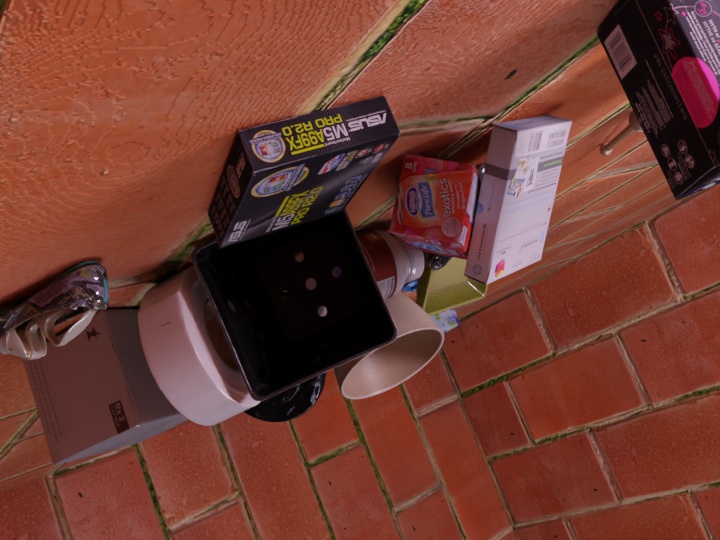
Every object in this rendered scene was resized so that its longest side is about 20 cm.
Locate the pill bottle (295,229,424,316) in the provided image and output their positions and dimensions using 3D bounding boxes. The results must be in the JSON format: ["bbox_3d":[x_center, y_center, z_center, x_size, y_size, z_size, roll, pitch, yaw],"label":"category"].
[{"bbox_3d":[0.000,0.000,1.258,0.197,0.114,0.112,-18,169,-29],"label":"pill bottle"}]

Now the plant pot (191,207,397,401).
[{"bbox_3d":[-0.076,0.023,1.034,0.197,0.203,0.177,-24,-177,4],"label":"plant pot"}]

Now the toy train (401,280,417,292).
[{"bbox_3d":[0.059,-0.006,1.454,0.197,0.088,0.114,-14,157,-35],"label":"toy train"}]

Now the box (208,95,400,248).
[{"bbox_3d":[-0.065,-0.097,0.816,0.158,0.045,0.200,-19,169,-25],"label":"box"}]

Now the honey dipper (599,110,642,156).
[{"bbox_3d":[0.440,-0.227,1.308,0.037,0.039,0.200,-22,171,-7],"label":"honey dipper"}]

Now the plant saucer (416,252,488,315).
[{"bbox_3d":[0.174,-0.032,1.424,0.198,0.048,0.203,-13,122,-46],"label":"plant saucer"}]

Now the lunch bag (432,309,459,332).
[{"bbox_3d":[0.191,0.166,2.513,0.168,0.130,0.199,-21,-177,-25],"label":"lunch bag"}]

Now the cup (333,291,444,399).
[{"bbox_3d":[0.023,0.104,1.353,0.198,0.144,0.201,-25,152,-14],"label":"cup"}]

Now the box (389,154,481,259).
[{"bbox_3d":[0.108,-0.078,1.051,0.094,0.102,0.200,12,178,14],"label":"box"}]

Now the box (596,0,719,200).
[{"bbox_3d":[0.345,-0.197,0.781,0.113,0.203,0.132,-19,170,-11],"label":"box"}]

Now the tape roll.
[{"bbox_3d":[-0.204,0.097,1.045,0.070,0.206,0.202,-24,170,15],"label":"tape roll"}]

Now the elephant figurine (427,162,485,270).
[{"bbox_3d":[0.202,-0.087,1.190,0.140,0.158,0.199,5,-168,35],"label":"elephant figurine"}]

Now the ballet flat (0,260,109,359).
[{"bbox_3d":[-0.360,0.060,0.881,0.198,0.073,0.072,-27,169,17],"label":"ballet flat"}]

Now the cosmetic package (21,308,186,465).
[{"bbox_3d":[-0.346,0.162,1.153,0.163,0.167,0.199,-26,168,20],"label":"cosmetic package"}]

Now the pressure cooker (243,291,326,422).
[{"bbox_3d":[-0.135,0.137,1.337,0.175,0.179,0.201,4,-155,0],"label":"pressure cooker"}]

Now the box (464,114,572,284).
[{"bbox_3d":[0.210,-0.097,1.047,0.041,0.204,0.155,22,-153,34],"label":"box"}]
